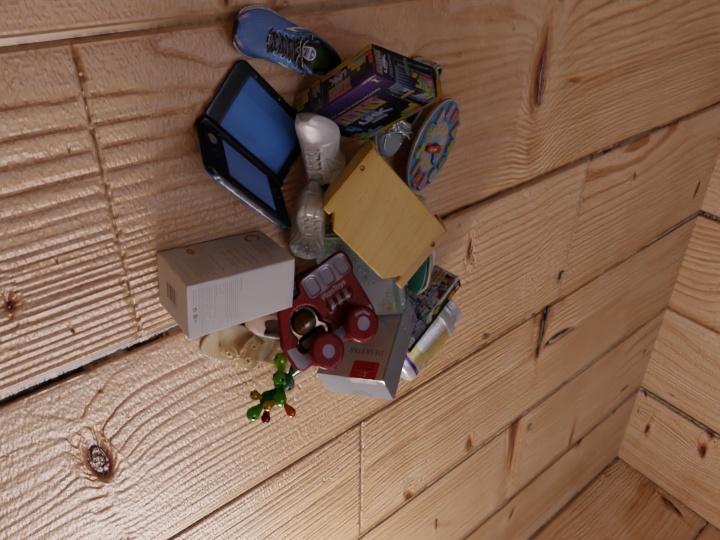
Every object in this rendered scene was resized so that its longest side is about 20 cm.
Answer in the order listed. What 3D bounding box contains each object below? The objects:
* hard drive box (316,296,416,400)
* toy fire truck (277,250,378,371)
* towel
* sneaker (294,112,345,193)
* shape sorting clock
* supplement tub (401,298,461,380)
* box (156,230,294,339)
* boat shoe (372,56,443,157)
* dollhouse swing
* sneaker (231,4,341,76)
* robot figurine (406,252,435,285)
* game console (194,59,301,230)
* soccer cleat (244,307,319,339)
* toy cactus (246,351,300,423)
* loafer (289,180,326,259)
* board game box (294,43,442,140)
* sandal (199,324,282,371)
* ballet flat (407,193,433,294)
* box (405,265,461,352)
[{"bbox_3d":[0.017,0.154,1.245,0.078,0.152,0.203,62,37,-46],"label":"hard drive box"},{"bbox_3d":[-0.072,0.082,1.118,0.198,0.112,0.170,-34,96,-19],"label":"toy fire truck"},{"bbox_3d":[0.000,0.000,1.188,0.048,0.166,0.205,-64,149,-56],"label":"towel"},{"bbox_3d":[-0.067,-0.193,1.018,0.201,0.068,0.082,62,37,-66],"label":"sneaker"},{"bbox_3d":[0.153,-0.256,1.239,0.200,0.039,0.202,-44,155,-26],"label":"shape sorting clock"},{"bbox_3d":[0.131,0.140,1.414,0.200,0.144,0.146,-46,138,-12],"label":"supplement tub"},{"bbox_3d":[-0.225,0.017,1.008,0.196,0.124,0.100,-16,126,-36],"label":"box"},{"bbox_3d":[0.089,-0.311,1.154,0.074,0.064,0.205,24,97,-48],"label":"boat shoe"},{"bbox_3d":[0.030,-0.111,1.078,0.200,0.175,0.183,43,86,-21],"label":"dollhouse swing"},{"bbox_3d":[-0.107,-0.350,0.921,0.197,0.089,0.081,-1,115,-44],"label":"sneaker"},{"bbox_3d":[0.084,-0.024,1.290,0.196,0.113,0.172,-14,137,-37],"label":"robot figurine"},{"bbox_3d":[-0.155,-0.195,0.957,0.117,0.173,0.199,-34,141,16],"label":"game console"},{"bbox_3d":[-0.137,0.102,1.181,0.197,0.077,0.071,-2,117,-43],"label":"soccer cleat"},{"bbox_3d":[-0.148,0.228,1.210,0.203,0.101,0.165,-59,174,-17],"label":"toy cactus"},{"bbox_3d":[-0.092,-0.085,1.081,0.201,0.068,0.072,115,-15,-62],"label":"loafer"},{"bbox_3d":[0.011,-0.288,0.998,0.163,0.197,0.058,-1,79,-43],"label":"board game box"},{"bbox_3d":[-0.205,0.160,1.157,0.209,0.069,0.079,18,102,-48],"label":"sandal"},{"bbox_3d":[0.123,-0.056,1.212,0.061,0.066,0.206,-6,91,-46],"label":"ballet flat"},{"bbox_3d":[0.116,0.070,1.349,0.201,0.136,0.040,-49,142,-15],"label":"box"}]
